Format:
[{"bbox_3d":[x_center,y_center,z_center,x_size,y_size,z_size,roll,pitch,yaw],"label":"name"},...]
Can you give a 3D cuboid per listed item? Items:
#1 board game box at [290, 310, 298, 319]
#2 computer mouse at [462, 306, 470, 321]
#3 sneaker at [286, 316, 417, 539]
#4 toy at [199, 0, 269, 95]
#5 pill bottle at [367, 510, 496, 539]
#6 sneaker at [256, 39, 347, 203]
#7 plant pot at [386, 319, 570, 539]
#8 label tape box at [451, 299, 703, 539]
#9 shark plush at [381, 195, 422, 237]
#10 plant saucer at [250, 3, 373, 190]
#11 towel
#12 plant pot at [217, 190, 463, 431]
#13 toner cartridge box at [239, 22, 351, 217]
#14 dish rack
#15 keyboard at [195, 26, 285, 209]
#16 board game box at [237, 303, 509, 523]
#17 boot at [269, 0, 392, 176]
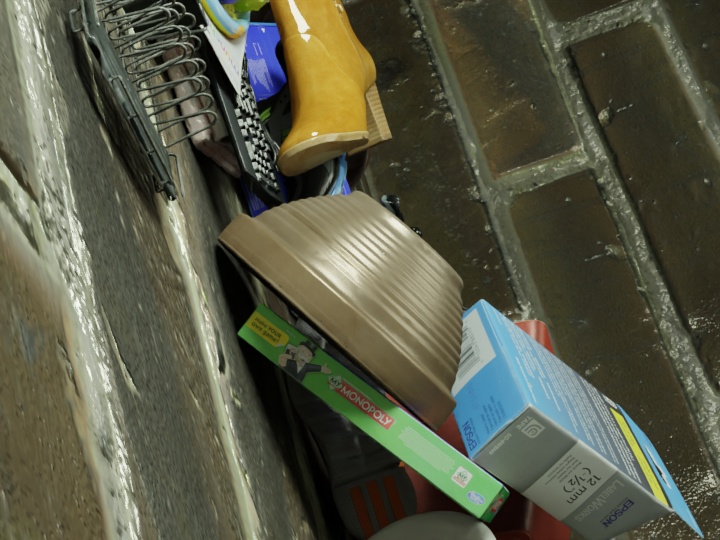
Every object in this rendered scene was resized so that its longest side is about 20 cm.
[{"bbox_3d":[-0.049,-0.009,1.566,0.200,0.034,0.136,56,15,-74],"label":"board game box"},{"bbox_3d":[0.000,0.000,1.287,0.059,0.199,0.034,-39,-148,61],"label":"computer mouse"},{"bbox_3d":[-0.007,0.127,1.303,0.112,0.077,0.201,83,-5,-70],"label":"sneaker"},{"bbox_3d":[-0.095,-0.228,1.240,0.115,0.047,0.200,58,15,-31],"label":"toy"},{"bbox_3d":[0.069,0.279,1.195,0.117,0.116,0.201,-102,172,-64],"label":"pill bottle"},{"bbox_3d":[-0.052,-0.104,1.383,0.071,0.082,0.201,131,-32,-59],"label":"sneaker"},{"bbox_3d":[0.081,0.182,1.435,0.200,0.199,0.177,66,19,-51],"label":"plant pot"},{"bbox_3d":[0.153,0.128,1.269,0.200,0.066,0.143,39,16,-28],"label":"label tape box"},{"bbox_3d":[0.020,0.025,1.498,0.091,0.083,0.200,54,-34,26],"label":"shark plush"},{"bbox_3d":[-0.049,-0.163,1.543,0.200,0.034,0.201,35,-41,37],"label":"plant saucer"},{"bbox_3d":[-0.128,-0.174,1.309,0.200,0.032,0.192,39,32,-85],"label":"towel"},{"bbox_3d":[0.005,0.012,1.169,0.201,0.093,0.201,42,-4,4],"label":"plant pot"},{"bbox_3d":[-0.068,-0.111,1.448,0.095,0.043,0.201,-8,78,-55],"label":"toner cartridge box"},{"bbox_3d":[-0.128,-0.146,0.991,0.154,0.054,0.201,65,7,-47],"label":"dish rack"},{"bbox_3d":[-0.092,-0.139,1.254,0.127,0.021,0.201,47,24,-74],"label":"keyboard"},{"bbox_3d":[0.013,0.100,1.159,0.200,0.029,0.135,37,-4,11],"label":"board game box"},{"bbox_3d":[-0.041,-0.153,1.284,0.145,0.071,0.201,66,19,-2],"label":"boot"}]
